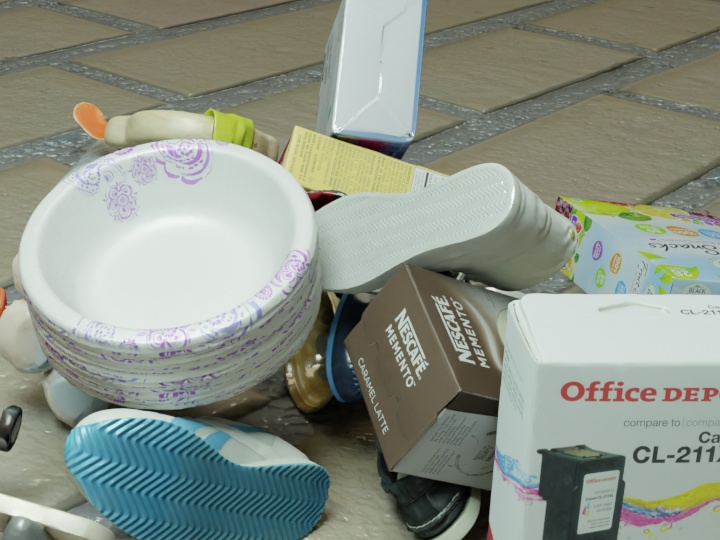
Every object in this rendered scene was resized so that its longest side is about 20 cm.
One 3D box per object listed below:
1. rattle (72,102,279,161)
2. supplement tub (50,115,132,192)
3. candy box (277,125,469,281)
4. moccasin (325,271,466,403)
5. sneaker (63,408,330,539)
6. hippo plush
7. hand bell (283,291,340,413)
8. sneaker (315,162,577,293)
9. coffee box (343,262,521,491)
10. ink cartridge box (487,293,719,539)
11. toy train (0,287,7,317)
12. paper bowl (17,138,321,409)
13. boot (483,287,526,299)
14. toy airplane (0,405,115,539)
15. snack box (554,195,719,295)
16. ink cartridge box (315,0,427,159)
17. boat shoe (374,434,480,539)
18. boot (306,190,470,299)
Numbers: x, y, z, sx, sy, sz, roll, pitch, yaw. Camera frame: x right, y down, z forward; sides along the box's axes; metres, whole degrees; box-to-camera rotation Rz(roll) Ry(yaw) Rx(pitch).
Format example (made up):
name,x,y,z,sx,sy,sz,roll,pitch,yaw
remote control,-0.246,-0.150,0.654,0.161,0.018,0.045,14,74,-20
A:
name,x,y,z,sx,sy,sz,roll,pitch,yaw
rattle,-0.173,-0.073,1.158,0.197,0.145,0.130,3,10,26
supplement tub,-0.221,-0.062,1.276,0.130,0.134,0.200,5,23,6
candy box,0.018,-0.049,1.156,0.197,0.117,0.057,18,66,-9
moccasin,0.038,0.016,1.002,0.067,0.081,0.201,4,46,30
sneaker,-0.114,0.131,0.867,0.199,0.078,0.080,23,1,-44
hippo plush,-0.188,0.015,1.066,0.197,0.162,0.161,-19,14,-2
hand bell,0.046,0.066,1.093,0.197,0.106,0.104,4,20,-27
sneaker,0.053,-0.011,0.934,0.198,0.075,0.115,-11,-24,37
coffee box,0.099,0.083,0.903,0.198,0.080,0.115,16,36,-36
ink cartridge box,0.156,0.123,0.796,0.143,0.203,0.083,0,23,-4
toy train,-0.361,0.049,1.104,0.147,0.057,0.201,0,23,-5
paper bowl,-0.125,0.011,0.904,0.197,0.105,0.203,-2,45,2
boot,0.153,0.079,1.081,0.198,0.092,0.072,13,-24,-37
toy airplane,-0.274,0.139,0.802,0.198,0.143,0.198,6,-13,44
snack box,0.277,0.002,1.140,0.166,0.069,0.200,4,21,-22
ink cartridge box,0.002,-0.157,1.209,0.075,0.139,0.200,8,-12,-9
boat shoe,0.040,0.116,0.948,0.074,0.066,0.200,-35,21,21
boot,0.000,0.000,1.117,0.196,0.151,0.074,6,61,10
